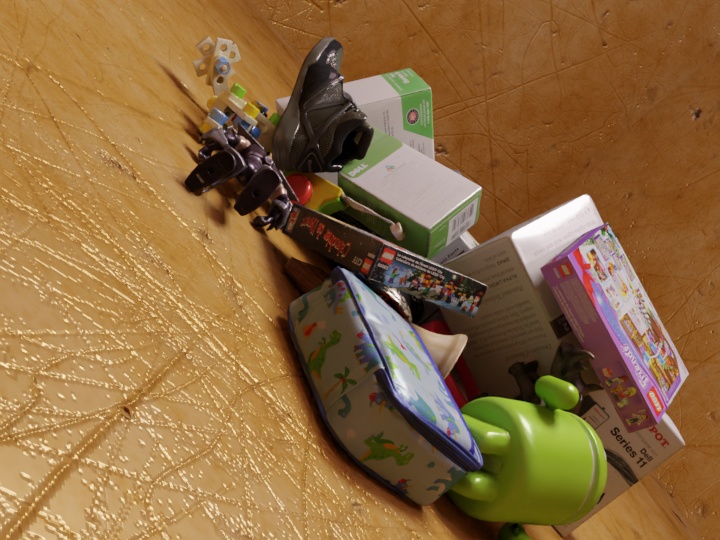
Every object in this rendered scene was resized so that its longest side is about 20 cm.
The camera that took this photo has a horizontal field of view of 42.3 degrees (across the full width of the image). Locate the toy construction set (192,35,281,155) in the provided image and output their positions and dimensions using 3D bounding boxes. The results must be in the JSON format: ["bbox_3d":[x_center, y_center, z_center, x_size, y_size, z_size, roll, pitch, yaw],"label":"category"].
[{"bbox_3d":[-0.159,-0.204,1.164,0.131,0.092,0.200,30,25,-39],"label":"toy construction set"}]

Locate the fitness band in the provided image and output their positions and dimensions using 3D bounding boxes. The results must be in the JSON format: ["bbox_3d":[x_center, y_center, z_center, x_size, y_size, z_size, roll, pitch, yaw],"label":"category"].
[{"bbox_3d":[0.118,0.134,1.156,0.144,0.037,0.200,66,14,16],"label":"fitness band"}]

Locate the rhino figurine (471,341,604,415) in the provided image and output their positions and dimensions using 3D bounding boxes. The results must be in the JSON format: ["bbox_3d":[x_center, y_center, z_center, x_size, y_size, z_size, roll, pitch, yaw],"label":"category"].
[{"bbox_3d":[0.197,0.142,1.020,0.060,0.200,0.088,-11,63,-37],"label":"rhino figurine"}]

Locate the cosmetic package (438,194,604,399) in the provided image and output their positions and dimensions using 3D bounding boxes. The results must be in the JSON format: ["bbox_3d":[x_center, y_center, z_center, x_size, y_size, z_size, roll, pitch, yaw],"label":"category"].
[{"bbox_3d":[0.218,0.044,1.131,0.164,0.165,0.201,-27,89,-37],"label":"cosmetic package"}]

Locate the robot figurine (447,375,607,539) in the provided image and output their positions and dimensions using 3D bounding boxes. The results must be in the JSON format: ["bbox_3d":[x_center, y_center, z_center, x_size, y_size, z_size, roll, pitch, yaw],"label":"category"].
[{"bbox_3d":[0.159,0.188,0.910,0.199,0.176,0.115,16,-3,-38],"label":"robot figurine"}]

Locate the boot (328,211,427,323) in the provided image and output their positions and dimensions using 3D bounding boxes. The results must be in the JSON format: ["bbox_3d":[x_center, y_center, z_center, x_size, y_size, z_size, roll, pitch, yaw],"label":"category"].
[{"bbox_3d":[0.002,0.000,1.138,0.204,0.073,0.154,47,13,-3],"label":"boot"}]

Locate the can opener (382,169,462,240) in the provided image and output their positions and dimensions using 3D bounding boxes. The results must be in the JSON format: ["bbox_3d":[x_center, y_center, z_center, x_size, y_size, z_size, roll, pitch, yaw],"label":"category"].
[{"bbox_3d":[0.086,-0.083,1.216,0.053,0.067,0.200,19,27,16],"label":"can opener"}]

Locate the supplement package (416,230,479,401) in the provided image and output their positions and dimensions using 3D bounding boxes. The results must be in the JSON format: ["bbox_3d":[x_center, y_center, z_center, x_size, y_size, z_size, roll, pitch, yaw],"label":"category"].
[{"bbox_3d":[0.135,0.046,1.309,0.200,0.151,0.152,46,11,-14],"label":"supplement package"}]

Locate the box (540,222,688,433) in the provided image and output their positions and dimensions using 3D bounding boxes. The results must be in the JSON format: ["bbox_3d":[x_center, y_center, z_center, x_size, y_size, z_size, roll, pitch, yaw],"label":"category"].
[{"bbox_3d":[0.282,0.058,1.021,0.137,0.039,0.201,-28,90,-54],"label":"box"}]

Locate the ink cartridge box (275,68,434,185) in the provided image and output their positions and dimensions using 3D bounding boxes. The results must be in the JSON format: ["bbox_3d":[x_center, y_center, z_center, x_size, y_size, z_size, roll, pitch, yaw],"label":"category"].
[{"bbox_3d":[-0.006,-0.176,1.264,0.084,0.199,0.147,-121,-159,-50],"label":"ink cartridge box"}]

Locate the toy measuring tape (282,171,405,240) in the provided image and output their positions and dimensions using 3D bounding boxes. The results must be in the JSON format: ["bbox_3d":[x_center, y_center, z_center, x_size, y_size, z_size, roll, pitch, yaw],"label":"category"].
[{"bbox_3d":[-0.042,-0.066,1.112,0.200,0.074,0.074,31,1,27],"label":"toy measuring tape"}]

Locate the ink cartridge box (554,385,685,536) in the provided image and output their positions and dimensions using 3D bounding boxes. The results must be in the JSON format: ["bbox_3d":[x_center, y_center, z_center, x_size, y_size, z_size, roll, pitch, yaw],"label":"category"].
[{"bbox_3d":[0.292,0.219,1.204,0.147,0.200,0.083,48,10,-2],"label":"ink cartridge box"}]

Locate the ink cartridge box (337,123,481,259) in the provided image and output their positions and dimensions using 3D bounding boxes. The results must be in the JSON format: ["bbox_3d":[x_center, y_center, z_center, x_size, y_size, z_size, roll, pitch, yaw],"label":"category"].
[{"bbox_3d":[0.039,-0.101,1.146,0.200,0.104,0.059,34,-37,27],"label":"ink cartridge box"}]

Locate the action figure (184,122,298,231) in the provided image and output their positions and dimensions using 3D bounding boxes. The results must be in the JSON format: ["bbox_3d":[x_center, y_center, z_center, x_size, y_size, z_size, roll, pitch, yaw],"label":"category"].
[{"bbox_3d":[-0.123,-0.101,0.995,0.130,0.069,0.200,41,7,-4],"label":"action figure"}]

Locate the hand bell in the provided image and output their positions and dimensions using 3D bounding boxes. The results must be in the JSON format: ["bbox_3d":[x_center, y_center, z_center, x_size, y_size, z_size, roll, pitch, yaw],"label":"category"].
[{"bbox_3d":[0.002,0.053,0.977,0.200,0.104,0.104,36,10,0],"label":"hand bell"}]

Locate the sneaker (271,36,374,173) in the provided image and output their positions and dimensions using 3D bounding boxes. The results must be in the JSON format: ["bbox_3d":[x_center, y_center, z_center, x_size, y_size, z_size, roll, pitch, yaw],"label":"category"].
[{"bbox_3d":[-0.029,-0.197,1.134,0.076,0.114,0.200,90,13,-56],"label":"sneaker"}]

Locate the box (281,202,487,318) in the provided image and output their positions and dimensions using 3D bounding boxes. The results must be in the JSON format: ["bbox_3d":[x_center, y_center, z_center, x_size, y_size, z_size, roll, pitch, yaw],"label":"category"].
[{"bbox_3d":[0.020,-0.013,0.972,0.136,0.038,0.200,22,3,-33],"label":"box"}]

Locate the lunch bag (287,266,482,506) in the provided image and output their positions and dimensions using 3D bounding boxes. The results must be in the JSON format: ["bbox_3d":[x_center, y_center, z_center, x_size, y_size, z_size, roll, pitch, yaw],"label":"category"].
[{"bbox_3d":[0.021,0.101,0.828,0.161,0.082,0.200,45,12,-38],"label":"lunch bag"}]
